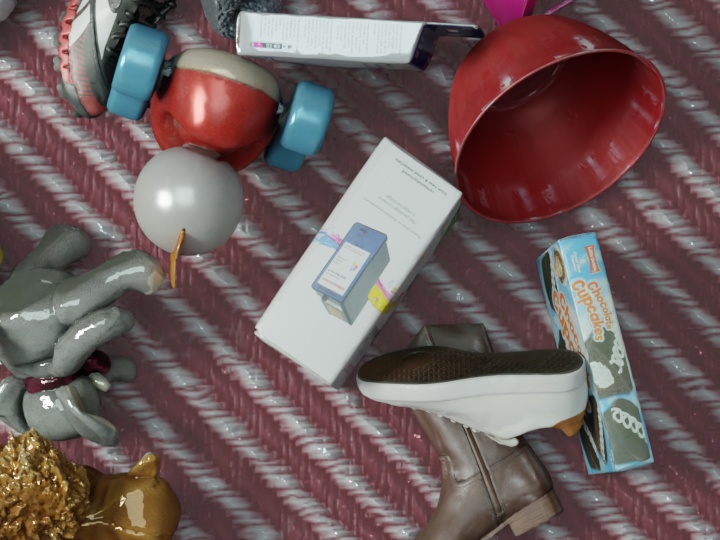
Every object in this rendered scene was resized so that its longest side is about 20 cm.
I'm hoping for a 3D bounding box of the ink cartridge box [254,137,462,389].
[{"bbox_3d":[0.000,0.000,1.386,0.087,0.145,0.200,36,86,6],"label":"ink cartridge box"}]

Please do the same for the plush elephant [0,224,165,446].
[{"bbox_3d":[-0.258,0.079,1.400,0.164,0.155,0.200,11,42,42],"label":"plush elephant"}]

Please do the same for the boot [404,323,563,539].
[{"bbox_3d":[0.060,0.159,1.407,0.186,0.064,0.201,-24,83,-7],"label":"boot"}]

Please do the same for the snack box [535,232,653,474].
[{"bbox_3d":[0.201,0.075,1.379,0.037,0.116,0.201,-12,82,-6],"label":"snack box"}]

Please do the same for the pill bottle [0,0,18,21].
[{"bbox_3d":[-0.350,-0.300,1.458,0.113,0.113,0.201,30,86,6],"label":"pill bottle"}]

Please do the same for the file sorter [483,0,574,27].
[{"bbox_3d":[0.141,-0.334,1.423,0.125,0.139,0.201,-31,83,-4],"label":"file sorter"}]

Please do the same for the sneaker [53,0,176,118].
[{"bbox_3d":[-0.220,-0.236,1.455,0.097,0.071,0.202,7,83,26],"label":"sneaker"}]

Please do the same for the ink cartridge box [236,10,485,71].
[{"bbox_3d":[0.006,-0.196,1.381,0.199,0.196,0.044,6,96,6],"label":"ink cartridge box"}]

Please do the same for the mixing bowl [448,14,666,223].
[{"bbox_3d":[0.154,-0.148,1.390,0.199,0.200,0.109,-27,53,0],"label":"mixing bowl"}]

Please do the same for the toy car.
[{"bbox_3d":[-0.144,-0.082,1.378,0.183,0.177,0.201,18,81,-10],"label":"toy car"}]

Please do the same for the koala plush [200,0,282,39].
[{"bbox_3d":[-0.068,-0.337,1.428,0.199,0.184,0.178,-24,83,-12],"label":"koala plush"}]

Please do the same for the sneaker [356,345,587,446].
[{"bbox_3d":[0.094,0.115,1.356,0.199,0.073,0.085,1,118,17],"label":"sneaker"}]

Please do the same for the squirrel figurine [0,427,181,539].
[{"bbox_3d":[-0.254,0.209,1.346,0.186,0.200,0.142,-3,76,19],"label":"squirrel figurine"}]

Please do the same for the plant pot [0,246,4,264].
[{"bbox_3d":[-0.401,-0.004,1.404,0.142,0.200,0.201,30,86,-14],"label":"plant pot"}]
